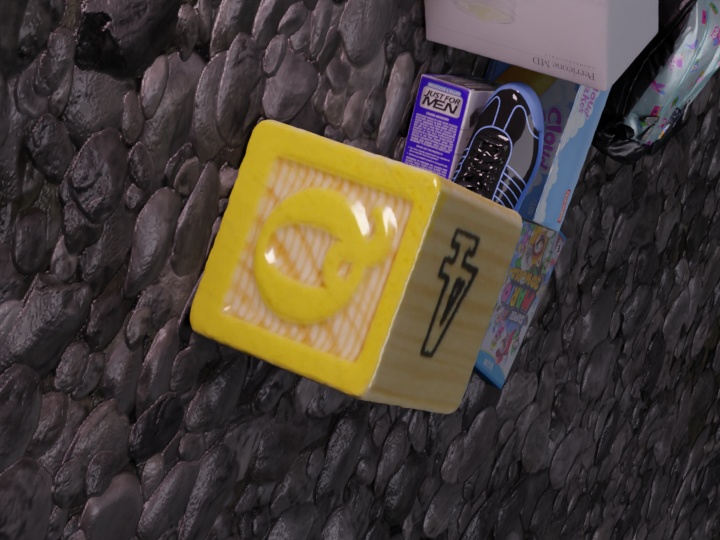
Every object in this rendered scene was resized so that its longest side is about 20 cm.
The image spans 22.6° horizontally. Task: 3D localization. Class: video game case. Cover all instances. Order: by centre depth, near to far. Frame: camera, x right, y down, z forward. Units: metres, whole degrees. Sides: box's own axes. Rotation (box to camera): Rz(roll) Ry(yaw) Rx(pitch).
[{"bbox_3d":[0.178,0.027,2.106,0.201,0.018,0.143,-65,153,-9],"label":"video game case"}]

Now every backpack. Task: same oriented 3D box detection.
[{"bbox_3d":[0.301,-0.231,1.936,0.126,0.167,0.201,18,115,-50],"label":"backpack"}]

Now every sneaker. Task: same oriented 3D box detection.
[{"bbox_3d":[0.122,-0.083,1.739,0.078,0.070,0.202,-14,120,-61],"label":"sneaker"}]

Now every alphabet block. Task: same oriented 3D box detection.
[{"bbox_3d":[0.000,0.000,1.572,0.200,0.194,0.198,17,91,-62],"label":"alphabet block"}]

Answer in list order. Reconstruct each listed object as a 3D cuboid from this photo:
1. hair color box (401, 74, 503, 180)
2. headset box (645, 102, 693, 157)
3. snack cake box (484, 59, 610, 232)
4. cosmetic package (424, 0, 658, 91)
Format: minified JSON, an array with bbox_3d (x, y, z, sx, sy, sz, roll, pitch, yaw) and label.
[{"bbox_3d":[0.087,-0.093,1.811,0.109,0.064,0.202,-9,117,-59],"label":"hair color box"},{"bbox_3d":[0.343,-0.243,2.105,0.200,0.092,0.175,-37,144,-61],"label":"headset box"},{"bbox_3d":[0.181,-0.155,1.879,0.067,0.114,0.202,18,92,-56],"label":"snack cake box"},{"bbox_3d":[0.167,-0.300,1.669,0.123,0.198,0.201,-48,145,-37],"label":"cosmetic package"}]
